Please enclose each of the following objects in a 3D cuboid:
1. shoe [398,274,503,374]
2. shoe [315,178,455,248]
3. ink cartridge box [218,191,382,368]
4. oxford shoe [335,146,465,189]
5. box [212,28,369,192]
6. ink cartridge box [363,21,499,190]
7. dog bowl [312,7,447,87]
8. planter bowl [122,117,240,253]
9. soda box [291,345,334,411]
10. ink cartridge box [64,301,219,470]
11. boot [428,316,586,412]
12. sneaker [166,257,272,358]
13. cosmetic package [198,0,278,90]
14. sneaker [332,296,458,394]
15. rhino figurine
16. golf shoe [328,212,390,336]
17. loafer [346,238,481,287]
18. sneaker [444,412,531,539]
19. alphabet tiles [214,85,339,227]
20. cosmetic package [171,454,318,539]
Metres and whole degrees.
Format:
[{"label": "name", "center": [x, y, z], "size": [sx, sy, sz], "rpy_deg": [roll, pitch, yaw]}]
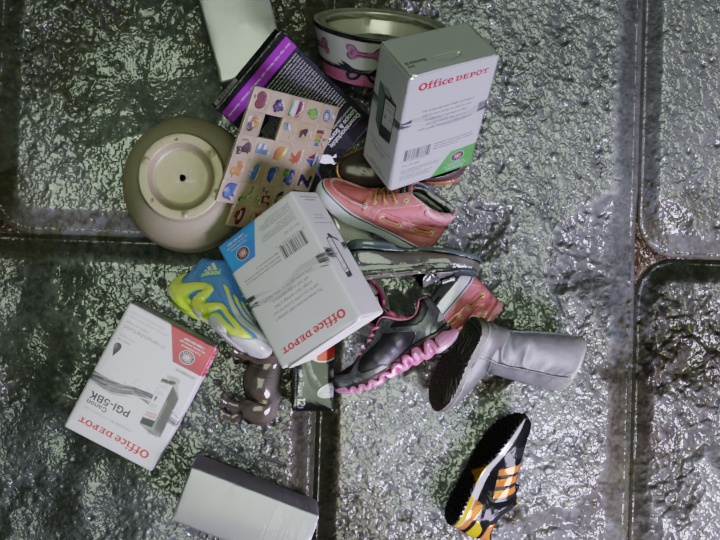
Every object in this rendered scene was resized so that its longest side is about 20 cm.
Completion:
[{"label": "shoe", "center": [0.124, 0.097, 1.436], "size": [0.091, 0.071, 0.200], "rpy_deg": [40, 92, -11]}, {"label": "shoe", "center": [0.039, -0.101, 1.400], "size": [0.199, 0.072, 0.091], "rpy_deg": [28, 125, -14]}, {"label": "ink cartridge box", "center": [-0.083, 0.013, 1.332], "size": [0.145, 0.084, 0.201], "rpy_deg": [-33, 80, 22]}, {"label": "oxford shoe", "center": [0.061, -0.161, 1.433], "size": [0.197, 0.073, 0.072], "rpy_deg": [-5, 90, -5]}, {"label": "box", "center": [-0.096, -0.229, 1.393], "size": [0.200, 0.036, 0.143], "rpy_deg": [40, 94, -28]}, {"label": "ink cartridge box", "center": [0.094, -0.226, 1.318], "size": [0.145, 0.201, 0.084], "rpy_deg": [-19, 54, -24]}, {"label": "dog bowl", "center": [0.027, -0.321, 1.381], "size": [0.197, 0.201, 0.075], "rpy_deg": [3, 117, -5]}, {"label": "planter bowl", "center": [-0.252, -0.129, 1.377], "size": [0.198, 0.135, 0.203], "rpy_deg": [0, 89, -5]}, {"label": "soda box", "center": [-0.069, 0.105, 1.419], "size": [0.062, 0.071, 0.203], "rpy_deg": [1, 89, -4]}, {"label": "ink cartridge box", "center": [-0.315, 0.167, 1.392], "size": [0.146, 0.083, 0.202], "rpy_deg": [27, 87, -5]}, {"label": "boot", "center": [0.220, 0.153, 1.436], "size": [0.198, 0.073, 0.183], "rpy_deg": [12, 125, -32]}, {"label": "sneaker", "center": [-0.187, 0.042, 1.383], "size": [0.199, 0.076, 0.105], "rpy_deg": [30, 74, 24]}, {"label": "cosmetic package", "center": [-0.181, -0.377, 1.412], "size": [0.106, 0.090, 0.202], "rpy_deg": [-13, 93, -5]}, {"label": "sneaker", "center": [0.038, 0.104, 1.365], "size": [0.199, 0.079, 0.096], "rpy_deg": [-30, 90, 11]}, {"label": "rhino figurine", "center": [-0.149, 0.134, 1.419], "size": [0.086, 0.060, 0.202], "rpy_deg": [13, 87, -1]}, {"label": "golf shoe", "center": [0.000, 0.000, 1.418], "size": [0.075, 0.092, 0.202], "rpy_deg": [-20, 89, -3]}, {"label": "loafer", "center": [0.075, 0.000, 1.376], "size": [0.197, 0.072, 0.064], "rpy_deg": [7, 75, -6]}, {"label": "sneaker", "center": [0.212, 0.314, 1.449], "size": [0.090, 0.070, 0.201], "rpy_deg": [34, 87, -18]}, {"label": "alphabet tiles", "center": [-0.121, -0.152, 1.354], "size": [0.008, 0.166, 0.202], "rpy_deg": [34, 110, 37]}, {"label": "cosmetic package", "center": [-0.165, 0.346, 1.384], "size": [0.198, 0.107, 0.091], "rpy_deg": [19, 88, -3]}]
